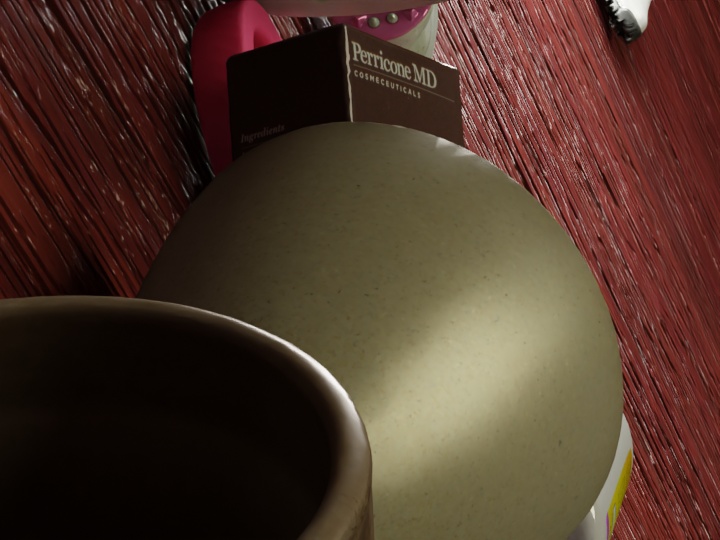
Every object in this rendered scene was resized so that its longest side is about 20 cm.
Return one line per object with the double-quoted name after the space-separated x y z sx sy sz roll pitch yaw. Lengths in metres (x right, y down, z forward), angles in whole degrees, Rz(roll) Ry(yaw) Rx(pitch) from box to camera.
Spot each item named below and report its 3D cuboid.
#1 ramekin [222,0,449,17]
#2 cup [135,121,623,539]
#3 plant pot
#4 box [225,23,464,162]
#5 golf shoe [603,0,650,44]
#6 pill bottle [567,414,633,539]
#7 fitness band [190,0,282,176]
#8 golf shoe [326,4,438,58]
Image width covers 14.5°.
0.007 -0.192 1.376 0.200 0.199 0.098 17 65 -71 "ramekin"
-0.017 0.060 1.062 0.143 0.199 0.201 -41 113 -60 "cup"
-0.088 0.127 0.767 0.201 0.199 0.176 -76 162 -61 "plant pot"
0.000 0.000 1.281 0.100 0.075 0.201 14 66 -54 "box"
0.248 -0.283 2.473 0.201 0.094 0.078 -89 157 -44 "golf shoe"
0.089 0.110 1.498 0.200 0.104 0.105 -50 122 -72 "pill bottle"
-0.028 -0.037 1.376 0.144 0.037 0.201 -48 119 -72 "fitness band"
0.009 -0.174 1.612 0.092 0.075 0.201 79 9 -45 "golf shoe"
